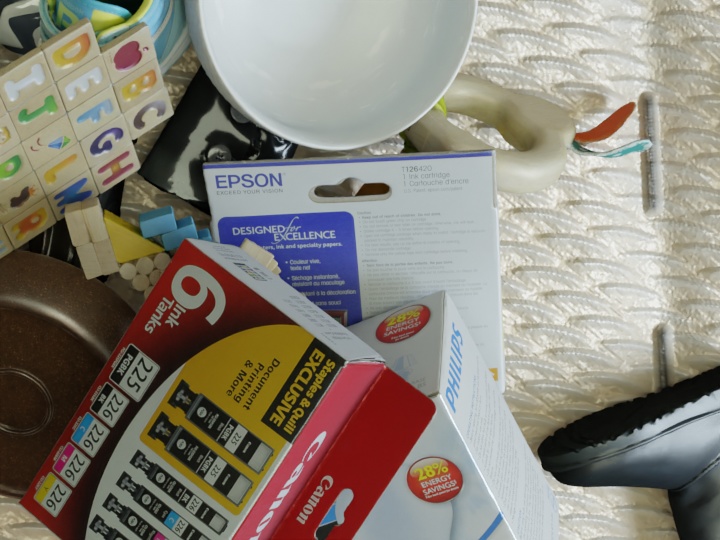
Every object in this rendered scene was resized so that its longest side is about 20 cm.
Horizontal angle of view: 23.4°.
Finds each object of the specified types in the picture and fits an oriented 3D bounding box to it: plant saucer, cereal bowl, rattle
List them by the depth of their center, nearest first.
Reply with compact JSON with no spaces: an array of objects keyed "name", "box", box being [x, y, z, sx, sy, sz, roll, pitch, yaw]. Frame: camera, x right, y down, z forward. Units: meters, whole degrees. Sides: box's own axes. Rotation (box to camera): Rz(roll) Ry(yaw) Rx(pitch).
[{"name":"cereal bowl","box":[-0.027,-0.183,1.142,0.199,0.083,0.202,-6,104,-23]},{"name":"plant saucer","box":[-0.229,0.082,1.173,0.199,0.035,0.202,4,121,7]},{"name":"rattle","box":[0.102,-0.064,1.264,0.199,0.130,0.144,-1,112,-40]}]

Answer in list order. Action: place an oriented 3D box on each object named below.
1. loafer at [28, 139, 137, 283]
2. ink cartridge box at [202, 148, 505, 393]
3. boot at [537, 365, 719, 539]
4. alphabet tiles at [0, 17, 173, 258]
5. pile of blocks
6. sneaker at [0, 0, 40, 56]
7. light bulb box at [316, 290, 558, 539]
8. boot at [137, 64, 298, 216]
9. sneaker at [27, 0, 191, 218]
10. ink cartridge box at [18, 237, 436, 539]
[{"name":"loafer","box":[-0.202,-0.051,1.195,0.071,0.073,0.202,14,87,5]},{"name":"ink cartridge box","box":[0.000,0.000,1.202,0.196,0.047,0.201,-2,121,4]},{"name":"boot","box":[0.246,0.178,1.332,0.199,0.076,0.169,-19,99,-17]},{"name":"alphabet tiles","box":[-0.205,-0.071,1.069,0.199,0.167,0.006,-35,65,-14]},{"name":"pile of blocks","box":[-0.106,0.001,1.154,0.199,0.062,0.082,35,97,-17]},{"name":"sneaker","box":[-0.216,-0.254,1.144,0.129,0.080,0.200,31,101,-25]},{"name":"light bulb box","box":[0.011,0.153,1.194,0.197,0.125,0.201,-21,117,17]},{"name":"boot","box":[-0.101,-0.148,1.204,0.164,0.066,0.201,27,96,-15]},{"name":"sneaker","box":[-0.190,-0.124,1.097,0.079,0.131,0.200,36,86,10]},{"name":"ink cartridge box","box":[-0.080,0.112,1.072,0.175,0.084,0.201,35,98,17]}]
